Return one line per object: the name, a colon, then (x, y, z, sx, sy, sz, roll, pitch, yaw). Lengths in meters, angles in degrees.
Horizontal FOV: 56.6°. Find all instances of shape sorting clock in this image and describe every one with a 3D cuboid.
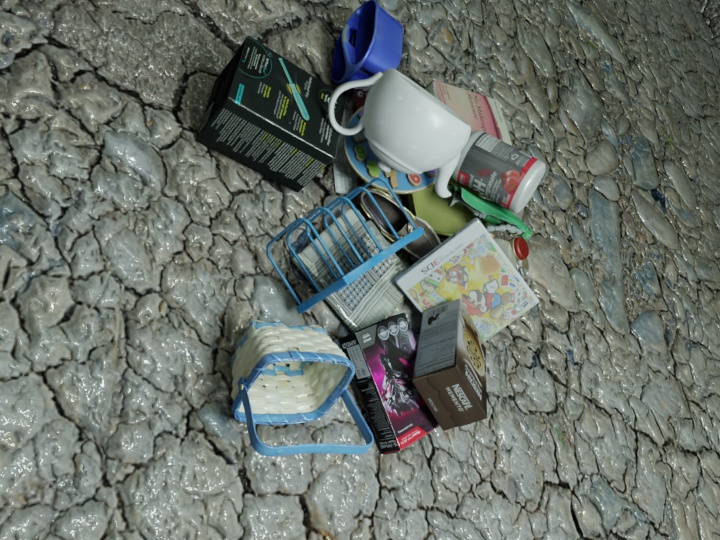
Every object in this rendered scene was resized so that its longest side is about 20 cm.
shape sorting clock: (0.068, -0.230, 1.216, 0.200, 0.039, 0.200, 3, 64, -6)

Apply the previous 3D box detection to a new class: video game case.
video game case: (0.192, 0.036, 1.200, 0.200, 0.182, 0.023, 50, 9, -18)

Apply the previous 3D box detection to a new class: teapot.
teapot: (0.073, -0.232, 1.120, 0.200, 0.146, 0.197, 46, 20, 24)

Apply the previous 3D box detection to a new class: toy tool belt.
toy tool belt: (0.234, -0.013, 1.311, 0.200, 0.123, 0.125, -26, 98, -48)

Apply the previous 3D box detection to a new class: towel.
towel: (0.000, 0.000, 1.170, 0.193, 0.035, 0.200, 50, 46, -5)

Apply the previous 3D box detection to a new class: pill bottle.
pill bottle: (0.247, -0.205, 1.306, 0.200, 0.111, 0.111, 32, 44, 17)

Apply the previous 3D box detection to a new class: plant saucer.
plant saucer: (0.164, -0.147, 1.370, 0.200, 0.048, 0.200, 8, 61, -35)

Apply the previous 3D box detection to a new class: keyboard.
keyboard: (-0.032, -0.232, 1.287, 0.056, 0.011, 0.200, 11, 60, -34)

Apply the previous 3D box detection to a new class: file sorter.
file sorter: (-0.028, -0.045, 1.061, 0.200, 0.139, 0.123, -34, 90, -42)

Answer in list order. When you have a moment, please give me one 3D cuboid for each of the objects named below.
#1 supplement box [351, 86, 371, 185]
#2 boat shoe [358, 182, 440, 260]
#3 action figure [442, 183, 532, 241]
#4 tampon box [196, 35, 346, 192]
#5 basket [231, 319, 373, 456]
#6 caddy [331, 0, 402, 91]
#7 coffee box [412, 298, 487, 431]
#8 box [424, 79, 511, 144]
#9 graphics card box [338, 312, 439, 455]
supplement box: (0.043, -0.260, 1.285, 0.109, 0.061, 0.200, -1, 64, -8)
boat shoe: (0.073, -0.083, 1.234, 0.200, 0.072, 0.060, 46, 20, -10)
action figure: (0.262, -0.110, 1.336, 0.200, 0.055, 0.118, 24, 19, -16)
tampon box: (-0.147, -0.258, 1.130, 0.200, 0.126, 0.150, 26, 53, -26)
basket: (-0.086, 0.169, 0.923, 0.176, 0.139, 0.200, 12, 30, -33)
caddy: (0.005, -0.450, 1.346, 0.105, 0.141, 0.200, 25, 52, -30)
coffee box: (0.154, 0.153, 1.116, 0.113, 0.080, 0.200, 59, 23, -22)
box: (0.212, -0.314, 1.456, 0.200, 0.109, 0.128, 4, 64, -36)
graphics card box: (0.054, 0.180, 1.090, 0.125, 0.051, 0.200, -17, 83, -43)
